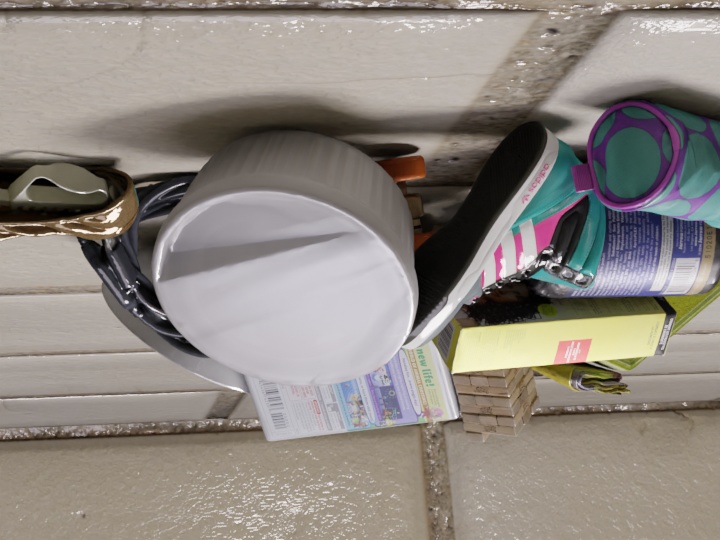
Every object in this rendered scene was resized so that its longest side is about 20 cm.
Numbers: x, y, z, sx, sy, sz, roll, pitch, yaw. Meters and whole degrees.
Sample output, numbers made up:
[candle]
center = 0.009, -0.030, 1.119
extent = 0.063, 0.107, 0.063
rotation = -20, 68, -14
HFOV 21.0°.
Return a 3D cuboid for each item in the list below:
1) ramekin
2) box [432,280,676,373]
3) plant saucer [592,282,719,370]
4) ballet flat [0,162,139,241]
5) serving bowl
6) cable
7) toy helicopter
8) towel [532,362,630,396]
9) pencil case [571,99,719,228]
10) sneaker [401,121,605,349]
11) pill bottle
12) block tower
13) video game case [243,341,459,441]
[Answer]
[ramekin]
center = -0.050, -0.016, 1.443
extent = 0.201, 0.094, 0.203
rotation = 6, 135, 6
[box]
center = 0.158, 0.040, 1.621
extent = 0.199, 0.050, 0.075
rotation = -4, -145, -22
[plant saucer]
center = 0.257, 0.018, 1.755
extent = 0.200, 0.048, 0.200
rotation = -42, 150, 15
[ballet flat]
center = -0.263, -0.056, 1.478
extent = 0.199, 0.068, 0.072
rotation = 0, 150, -20
[serving bowl]
center = -0.138, 0.033, 1.810
extent = 0.199, 0.066, 0.200
rotation = 29, -165, -9
[cable]
center = -0.133, -0.003, 1.628
extent = 0.163, 0.051, 0.200
rotation = -20, 126, 18
[toy helicopter]
center = -0.015, -0.045, 1.583
extent = 0.132, 0.079, 0.200
rotation = -9, -177, -4
[towel]
center = 0.145, 0.080, 1.829
extent = 0.199, 0.023, 0.143
rotation = 17, -177, 27
[pencil case]
center = 0.251, -0.073, 1.457
extent = 0.092, 0.086, 0.200
rotation = -18, 163, 37
[sneaker]
center = 0.116, -0.005, 1.481
extent = 0.120, 0.200, 0.084
rotation = 30, -165, -30
[pill bottle]
center = 0.193, -0.033, 1.590
extent = 0.199, 0.112, 0.112
rotation = -1, 170, -12
[block tower]
center = 0.107, 0.053, 1.693
extent = 0.058, 0.201, 0.054
rotation = 3, -149, 30
[video game case]
center = -0.021, 0.059, 1.696
extent = 0.181, 0.201, 0.022
rotation = -8, -146, 13
